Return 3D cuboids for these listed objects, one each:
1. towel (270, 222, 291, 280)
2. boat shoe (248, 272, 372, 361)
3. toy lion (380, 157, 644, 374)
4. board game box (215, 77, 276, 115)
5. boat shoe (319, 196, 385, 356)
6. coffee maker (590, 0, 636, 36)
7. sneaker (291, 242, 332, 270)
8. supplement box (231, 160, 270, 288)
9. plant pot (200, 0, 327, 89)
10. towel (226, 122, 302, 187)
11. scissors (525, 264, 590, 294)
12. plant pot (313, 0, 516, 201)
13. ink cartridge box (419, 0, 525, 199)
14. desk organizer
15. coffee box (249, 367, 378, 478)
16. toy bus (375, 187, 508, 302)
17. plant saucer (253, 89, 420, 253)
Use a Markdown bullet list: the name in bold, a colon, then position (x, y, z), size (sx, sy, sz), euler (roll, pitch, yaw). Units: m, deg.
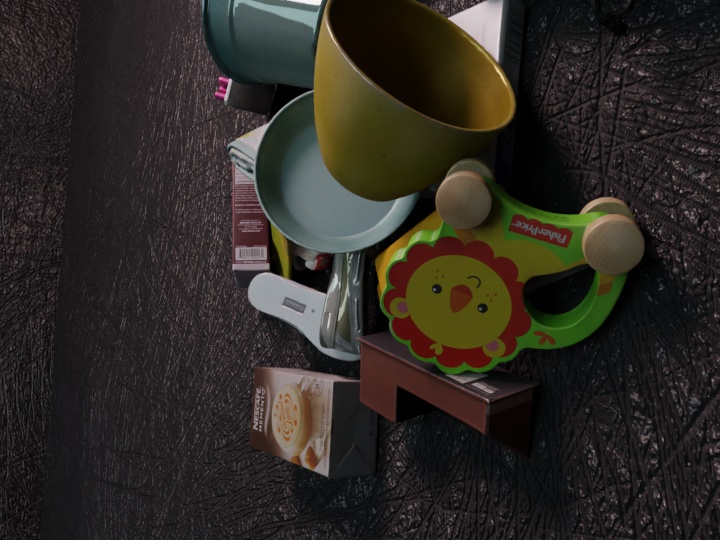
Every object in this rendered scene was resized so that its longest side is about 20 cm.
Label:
- **towel**: position (-0.118, -0.035, 0.875), size (0.201, 0.018, 0.087), euler (100, 154, -61)
- **boat shoe**: position (-0.057, 0.062, 0.829), size (0.198, 0.091, 0.072), euler (27, 90, 23)
- **toy lion**: position (0.121, 0.013, 0.534), size (0.196, 0.069, 0.195), euler (17, 116, 8)
- **board game box**: position (-0.165, -0.361, 0.965), size (0.200, 0.025, 0.204), euler (-48, -24, -76)
- **boat shoe**: position (0.000, 0.001, 0.735), size (0.063, 0.074, 0.206), euler (13, 90, 8)
- **coffee maker**: position (0.162, -0.326, 0.546), size (0.199, 0.133, 0.196), euler (25, 97, 55)
- **sneaker**: position (-0.046, -0.053, 0.839), size (0.198, 0.069, 0.095), euler (-17, 82, 51)
- **supplement box**: position (-0.179, -0.083, 0.979), size (0.109, 0.060, 0.204), euler (115, 153, -72)
- **plant pot**: position (-0.079, -0.339, 0.818), size (0.194, 0.199, 0.204), euler (25, 104, 32)
- **towel**: position (-0.074, -0.169, 0.820), size (0.199, 0.169, 0.049), euler (37, 148, 46)
- **scissors**: position (0.148, 0.021, 0.601), size (0.199, 0.014, 0.074), euler (-38, 22, 27)
- **plant pot**: position (0.031, -0.154, 0.591), size (0.143, 0.197, 0.203), euler (-56, 44, 43)
- **ink cartridge box**: position (0.095, -0.186, 0.692), size (0.198, 0.040, 0.204), euler (3, 87, 53)
- **desk organizer**: position (0.080, 0.128, 0.622), size (0.199, 0.071, 0.079), euler (18, 111, 52)
- **coffee box**: position (-0.067, 0.196, 0.801), size (0.198, 0.079, 0.117), euler (-5, 79, 52)
- **toy bus**: position (0.083, -0.011, 0.646), size (0.199, 0.077, 0.066), euler (-38, 55, 42)
- **plant saucer**: position (-0.024, -0.114, 0.693), size (0.036, 0.195, 0.204), euler (73, -166, -76)
